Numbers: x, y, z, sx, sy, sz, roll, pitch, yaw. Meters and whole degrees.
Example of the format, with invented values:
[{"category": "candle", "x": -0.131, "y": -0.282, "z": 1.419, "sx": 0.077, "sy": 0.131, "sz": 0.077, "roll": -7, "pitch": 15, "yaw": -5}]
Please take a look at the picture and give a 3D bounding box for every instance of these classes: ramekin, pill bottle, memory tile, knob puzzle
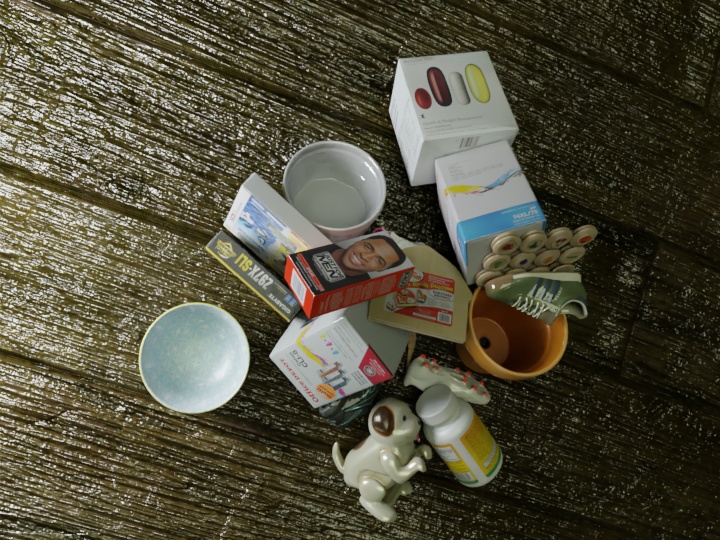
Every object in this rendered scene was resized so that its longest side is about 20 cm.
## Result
[{"category": "ramekin", "x": -0.055, "y": -0.143, "z": 1.031, "sx": 0.198, "sy": 0.105, "sz": 0.202, "roll": 4, "pitch": 66, "yaw": -9}, {"category": "pill bottle", "x": 0.197, "y": 0.333, "z": 1.068, "sx": 0.113, "sy": 0.113, "sz": 0.201, "roll": -39, "pitch": 110, "yaw": -8}, {"category": "memory tile", "x": 0.312, "y": -0.022, "z": 0.939, "sx": 0.198, "sy": 0.154, "sz": 0.017, "roll": -6, "pitch": 56, "yaw": -12}, {"category": "knob puzzle", "x": 0.110, "y": 0.035, "z": 0.971, "sx": 0.217, "sy": 0.031, "sz": 0.221, "roll": 6, "pitch": 51, "yaw": -7}]

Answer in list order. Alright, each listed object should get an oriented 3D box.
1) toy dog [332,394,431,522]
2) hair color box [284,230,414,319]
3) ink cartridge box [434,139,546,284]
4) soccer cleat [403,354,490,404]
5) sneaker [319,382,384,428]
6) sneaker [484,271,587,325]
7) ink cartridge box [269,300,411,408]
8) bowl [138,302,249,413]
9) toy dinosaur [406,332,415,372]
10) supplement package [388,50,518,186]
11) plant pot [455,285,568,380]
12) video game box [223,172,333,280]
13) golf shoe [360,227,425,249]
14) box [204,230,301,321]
[{"category": "toy dog", "x": 0.052, "y": 0.349, "z": 1.047, "sx": 0.193, "sy": 0.139, "sz": 0.202, "roll": 27, "pitch": 108, "yaw": 27}, {"category": "hair color box", "x": -0.018, "y": 0.003, "z": 0.897, "sx": 0.199, "sy": 0.062, "sz": 0.102, "roll": -16, "pitch": 53, "yaw": -30}, {"category": "ink cartridge box", "x": 0.236, "y": -0.109, "z": 0.982, "sx": 0.145, "sy": 0.147, "sz": 0.201, "roll": -15, "pitch": 57, "yaw": 4}, {"category": "soccer cleat", "x": 0.184, "y": 0.244, "z": 1.119, "sx": 0.199, "sy": 0.069, "sz": 0.078, "roll": 25, "pitch": 114, "yaw": -15}, {"category": "sneaker", "x": 0.007, "y": 0.242, "z": 1.088, "sx": 0.200, "sy": 0.075, "sz": 0.079, "roll": -42, "pitch": 109, "yaw": -2}, {"category": "sneaker", "x": 0.329, "y": 0.055, "z": 0.956, "sx": 0.198, "sy": 0.067, "sz": 0.091, "roll": -3, "pitch": 65, "yaw": -16}, {"category": "ink cartridge box", "x": -0.037, "y": 0.136, "z": 0.984, "sx": 0.199, "sy": 0.145, "sz": 0.146, "roll": -30, "pitch": 106, "yaw": 32}, {"category": "bowl", "x": -0.309, "y": 0.161, "z": 1.007, "sx": 0.198, "sy": 0.108, "sz": 0.202, "roll": 0, "pitch": 89, "yaw": -9}, {"category": "toy dinosaur", "x": 0.103, "y": 0.110, "z": 1.106, "sx": 0.106, "sy": 0.060, "sz": 0.201, "roll": -28, "pitch": 120, "yaw": -13}, {"category": "supplement package", "x": 0.176, "y": -0.302, "z": 1.044, "sx": 0.189, "sy": 0.147, "sz": 0.202, "roll": -9, "pitch": 66, "yaw": -9}, {"category": "plant pot", "x": 0.278, "y": 0.128, "z": 1.056, "sx": 0.198, "sy": 0.183, "sz": 0.202, "roll": 4, "pitch": 69, "yaw": -10}, {"category": "video game box", "x": -0.160, "y": -0.067, "z": 1.000, "sx": 0.200, "sy": 0.182, "sz": 0.047, "roll": 42, "pitch": 62, "yaw": -6}, {"category": "golf shoe", "x": 0.069, "y": -0.045, "z": 1.055, "sx": 0.199, "sy": 0.075, "sz": 0.093, "roll": -18, "pitch": 105, "yaw": -46}, {"category": "box", "x": -0.198, "y": 0.010, "z": 1.003, "sx": 0.200, "sy": 0.160, "sz": 0.049, "roll": 42, "pitch": 82, "yaw": -7}]
